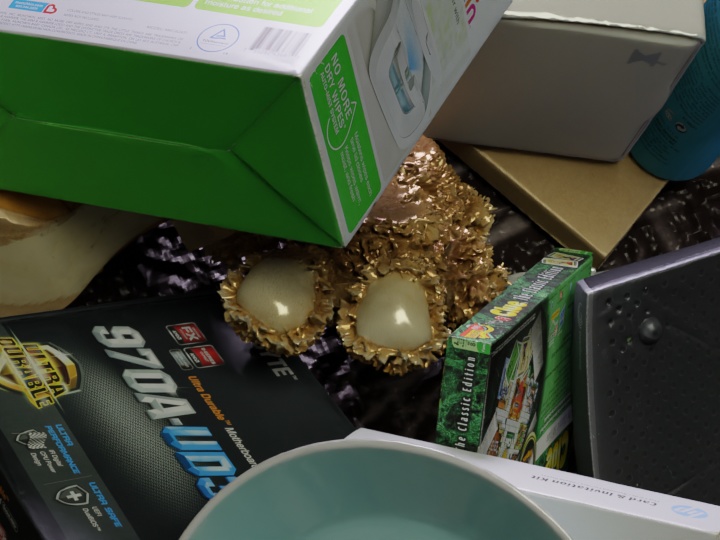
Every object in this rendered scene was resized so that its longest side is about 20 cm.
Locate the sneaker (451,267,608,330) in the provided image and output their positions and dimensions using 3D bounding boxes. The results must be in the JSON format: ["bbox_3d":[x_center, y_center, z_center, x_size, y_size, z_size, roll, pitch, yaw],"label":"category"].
[{"bbox_3d":[0.137,0.058,1.333,0.199,0.075,0.087,14,67,-10],"label":"sneaker"}]

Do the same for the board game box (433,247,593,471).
[{"bbox_3d":[0.064,0.059,1.208,0.023,0.200,0.106,7,102,15],"label":"board game box"}]

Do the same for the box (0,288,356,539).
[{"bbox_3d":[-0.083,0.084,1.202,0.158,0.046,0.200,-7,33,-25],"label":"box"}]

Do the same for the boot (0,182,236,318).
[{"bbox_3d":[-0.135,-0.050,1.304,0.200,0.071,0.144,-14,36,9],"label":"boot"}]

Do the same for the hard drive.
[{"bbox_3d":[0.157,0.081,1.279,0.134,0.042,0.201,-17,112,-20],"label":"hard drive"}]

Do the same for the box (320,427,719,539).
[{"bbox_3d":[0.054,0.176,1.104,0.155,0.041,0.201,12,102,17],"label":"box"}]

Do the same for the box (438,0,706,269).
[{"bbox_3d":[0.086,-0.118,1.428,0.200,0.021,0.164,40,61,4],"label":"box"}]

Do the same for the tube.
[{"bbox_3d":[0.178,-0.107,1.323,0.050,0.200,0.078,-9,70,-20],"label":"tube"}]

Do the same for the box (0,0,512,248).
[{"bbox_3d":[-0.063,-0.115,1.224,0.199,0.097,0.177,9,45,26],"label":"box"}]

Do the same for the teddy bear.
[{"bbox_3d":[0.000,0.000,1.280,0.144,0.067,0.200,-3,22,-7],"label":"teddy bear"}]

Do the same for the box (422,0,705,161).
[{"bbox_3d":[0.091,-0.172,1.369,0.108,0.128,0.201,6,64,-12],"label":"box"}]

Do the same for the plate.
[{"bbox_3d":[0.012,0.160,1.081,0.200,0.200,0.026,45,20,8],"label":"plate"}]
